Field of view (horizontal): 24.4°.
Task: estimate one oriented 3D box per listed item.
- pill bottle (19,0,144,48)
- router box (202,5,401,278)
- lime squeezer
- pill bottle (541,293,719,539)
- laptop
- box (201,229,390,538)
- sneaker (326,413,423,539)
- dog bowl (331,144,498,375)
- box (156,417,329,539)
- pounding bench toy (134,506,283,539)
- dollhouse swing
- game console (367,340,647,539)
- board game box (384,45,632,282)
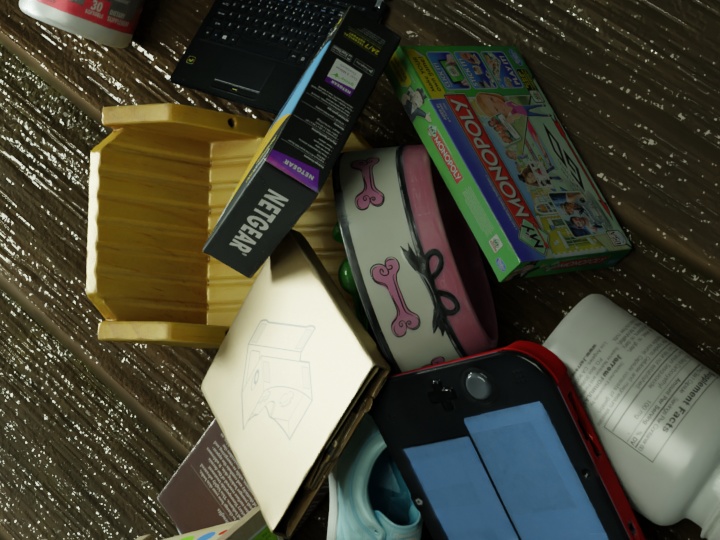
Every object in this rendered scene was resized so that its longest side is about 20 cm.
[{"bbox_3d":[-0.234,-0.317,1.540,0.110,0.111,0.201,26,100,32],"label":"pill bottle"},{"bbox_3d":[-0.048,-0.094,1.284,0.051,0.200,0.150,30,64,-7],"label":"router box"},{"bbox_3d":[0.000,0.000,1.360,0.038,0.201,0.071,-12,42,-6],"label":"lime squeezer"},{"bbox_3d":[0.217,0.117,1.195,0.200,0.114,0.115,36,105,17],"label":"pill bottle"},{"bbox_3d":[-0.074,-0.249,1.430,0.177,0.103,0.201,20,74,33],"label":"laptop"},{"bbox_3d":[-0.057,0.085,1.300,0.164,0.021,0.200,-60,35,19],"label":"box"},{"bbox_3d":[0.017,0.209,1.310,0.082,0.074,0.201,-151,48,-64],"label":"sneaker"},{"bbox_3d":[0.047,-0.008,1.288,0.073,0.200,0.201,-19,75,11],"label":"dog bowl"},{"bbox_3d":[-0.076,0.159,1.405,0.100,0.075,0.200,50,115,26],"label":"box"},{"bbox_3d":[-0.126,0.318,1.345,0.155,0.124,0.201,-19,98,31],"label":"pounding bench toy"},{"bbox_3d":[-0.106,-0.037,1.408,0.175,0.181,0.201,-3,83,43],"label":"dollhouse swing"},{"bbox_3d":[0.103,0.153,1.198,0.176,0.031,0.201,-18,102,39],"label":"game console"},{"bbox_3d":[0.113,-0.087,1.279,0.029,0.134,0.201,-45,63,39],"label":"board game box"}]
